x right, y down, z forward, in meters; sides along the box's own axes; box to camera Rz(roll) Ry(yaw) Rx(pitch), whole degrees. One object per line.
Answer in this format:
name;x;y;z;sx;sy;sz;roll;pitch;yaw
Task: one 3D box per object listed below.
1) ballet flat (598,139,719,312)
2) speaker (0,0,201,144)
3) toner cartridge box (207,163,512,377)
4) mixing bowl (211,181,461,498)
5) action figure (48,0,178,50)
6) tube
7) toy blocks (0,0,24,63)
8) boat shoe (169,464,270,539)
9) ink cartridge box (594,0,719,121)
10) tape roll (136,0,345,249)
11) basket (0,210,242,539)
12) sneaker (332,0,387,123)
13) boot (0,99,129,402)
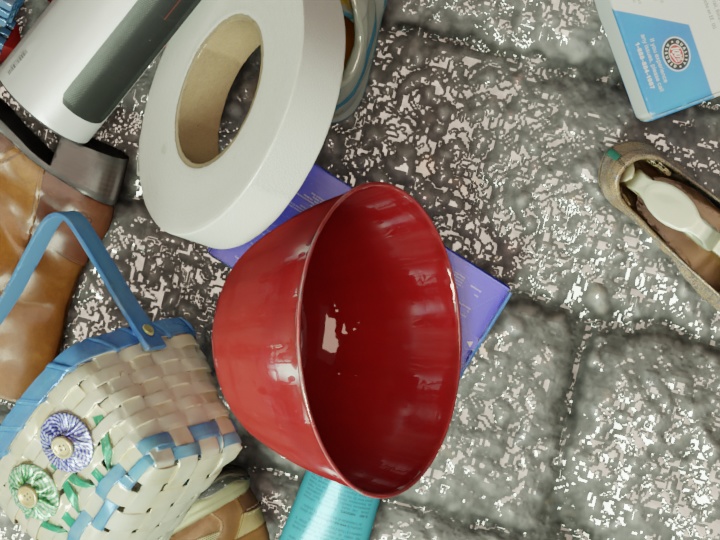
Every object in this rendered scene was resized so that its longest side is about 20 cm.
ballet flat;0.247;-0.016;1.228;0.199;0.067;0.068;36;94;0
speaker;-0.155;-0.187;1.193;0.081;0.081;0.200;41;102;0
toner cartridge box;0.000;0.000;1.251;0.199;0.043;0.095;33;95;1
mixing bowl;-0.026;0.045;1.156;0.108;0.199;0.202;-2;92;33
action figure;-0.208;-0.218;1.250;0.199;0.052;0.066;36;99;-4
tube;-0.020;0.177;1.260;0.077;0.050;0.202;20;98;6
toy blocks;-0.283;-0.209;1.196;0.136;0.200;0.100;26;53;-7
boat shoe;-0.154;0.215;1.251;0.199;0.076;0.074;-30;94;4
ink cartridge box;0.263;-0.205;1.211;0.198;0.086;0.148;-20;92;2
tape roll;-0.082;-0.114;1.177;0.037;0.202;0.205;18;94;-33
basket;-0.184;0.084;1.173;0.200;0.138;0.177;52;124;25
sneaker;-0.012;-0.205;1.226;0.076;0.081;0.202;6;91;4
boot;-0.280;-0.022;1.266;0.187;0.069;0.202;22;100;-6
